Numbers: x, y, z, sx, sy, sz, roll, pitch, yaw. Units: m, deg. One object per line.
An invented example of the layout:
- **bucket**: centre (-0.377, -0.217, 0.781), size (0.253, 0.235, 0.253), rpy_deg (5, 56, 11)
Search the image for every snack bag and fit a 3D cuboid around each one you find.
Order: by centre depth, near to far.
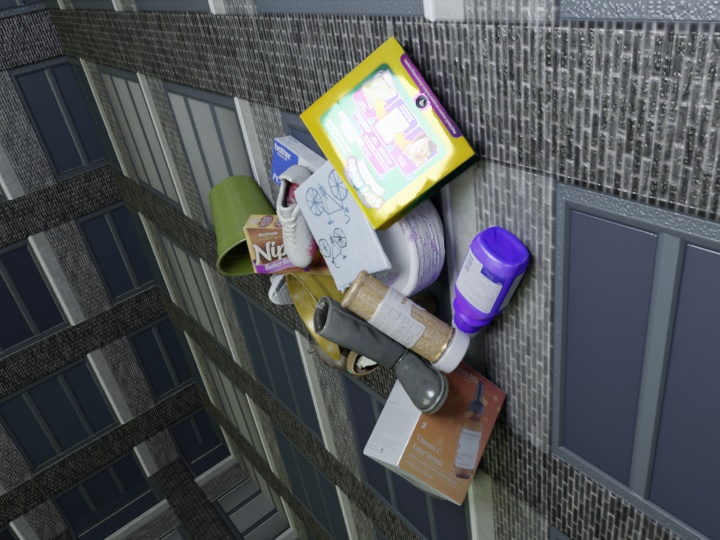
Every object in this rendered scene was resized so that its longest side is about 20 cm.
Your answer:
- **snack bag**: centre (-0.030, -0.073, 0.960), size (0.188, 0.021, 0.201), rpy_deg (-25, 90, 59)

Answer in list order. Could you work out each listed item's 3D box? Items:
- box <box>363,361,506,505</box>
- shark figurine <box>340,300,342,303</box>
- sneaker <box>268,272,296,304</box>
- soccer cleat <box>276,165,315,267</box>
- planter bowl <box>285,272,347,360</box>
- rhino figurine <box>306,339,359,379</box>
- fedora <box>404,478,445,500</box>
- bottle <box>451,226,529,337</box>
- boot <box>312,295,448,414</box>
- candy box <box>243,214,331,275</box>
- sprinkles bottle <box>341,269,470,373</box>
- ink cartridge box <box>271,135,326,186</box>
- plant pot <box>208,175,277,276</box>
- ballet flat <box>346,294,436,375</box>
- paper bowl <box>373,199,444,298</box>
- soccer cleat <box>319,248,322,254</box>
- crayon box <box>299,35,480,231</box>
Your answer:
- **box**: centre (0.126, 0.254, 0.983), size (0.152, 0.201, 0.106), rpy_deg (36, 160, -23)
- **shark figurine**: centre (0.053, 0.108, 1.144), size (0.214, 0.128, 0.090), rpy_deg (35, 128, -5)
- **sneaker**: centre (-0.164, 0.028, 1.318), size (0.086, 0.200, 0.075), rpy_deg (-14, 105, 19)
- **soccer cleat**: centre (-0.128, -0.095, 1.102), size (0.069, 0.086, 0.202), rpy_deg (10, 113, 21)
- **planter bowl**: centre (-0.064, 0.072, 1.177), size (0.201, 0.083, 0.201), rpy_deg (50, 159, 26)
- **rhino figurine**: centre (-0.064, 0.203, 1.416), size (0.087, 0.060, 0.199), rpy_deg (35, 165, -34)
- **fedora**: centre (0.151, 0.377, 1.215), size (0.199, 0.090, 0.178), rpy_deg (-4, 113, 53)
- **bottle**: centre (0.182, 0.027, 0.876), size (0.084, 0.065, 0.201), rpy_deg (47, 149, 27)
- **boot**: centre (0.027, 0.124, 0.903), size (0.199, 0.073, 0.182), rpy_deg (37, -176, -24)
- **candy box**: centre (-0.133, -0.053, 1.223), size (0.198, 0.057, 0.118), rpy_deg (2, 127, 12)
- **sprinkles bottle**: centre (0.069, 0.078, 0.904), size (0.199, 0.069, 0.068), rpy_deg (32, 149, -2)
- **ink cartridge box**: centre (-0.104, -0.183, 1.170), size (0.200, 0.044, 0.095), rpy_deg (40, 134, 35)
- **plant pot**: centre (-0.276, -0.118, 1.414), size (0.191, 0.198, 0.200), rpy_deg (66, 155, 20)
- **ballet flat**: centre (0.055, 0.120, 1.036), size (0.068, 0.199, 0.072), rpy_deg (52, -174, -5)
- **paper bowl**: centre (0.056, -0.059, 0.960), size (0.200, 0.104, 0.202), rpy_deg (36, 140, 38)
- **soccer cleat**: centre (0.000, 0.000, 1.108), size (0.199, 0.070, 0.087), rpy_deg (18, 114, 33)
- **crayon box**: centre (0.039, -0.187, 0.826), size (0.172, 0.058, 0.201), rpy_deg (-36, 82, 18)
